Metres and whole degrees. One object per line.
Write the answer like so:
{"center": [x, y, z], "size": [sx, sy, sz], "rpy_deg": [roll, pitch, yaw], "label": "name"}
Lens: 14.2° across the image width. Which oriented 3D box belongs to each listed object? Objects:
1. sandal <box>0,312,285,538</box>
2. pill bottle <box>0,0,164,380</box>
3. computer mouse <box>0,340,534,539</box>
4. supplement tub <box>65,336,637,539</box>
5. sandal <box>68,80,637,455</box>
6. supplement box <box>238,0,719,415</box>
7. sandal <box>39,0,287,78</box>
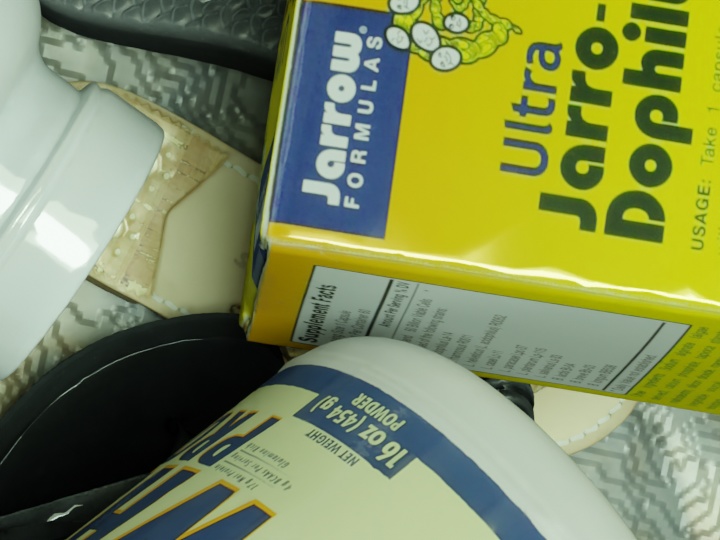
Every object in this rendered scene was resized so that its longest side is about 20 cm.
{"center": [-0.098, 0.087, 0.797], "size": [0.200, 0.043, 0.076], "rpy_deg": [-34, 127, -6], "label": "sandal"}
{"center": [-0.154, -0.060, 0.745], "size": [0.199, 0.112, 0.112], "rpy_deg": [35, 83, -11], "label": "pill bottle"}
{"center": [-0.035, 0.077, 0.771], "size": [0.199, 0.046, 0.141], "rpy_deg": [-2, 125, -33], "label": "computer mouse"}
{"center": [-0.033, 0.126, 0.668], "size": [0.200, 0.145, 0.145], "rpy_deg": [-38, 102, -24], "label": "supplement tub"}
{"center": [-0.002, 0.005, 0.820], "size": [0.211, 0.070, 0.078], "rpy_deg": [23, 86, -16], "label": "sandal"}
{"center": [0.077, -0.030, 0.711], "size": [0.198, 0.109, 0.110], "rpy_deg": [9, 76, -4], "label": "supplement box"}
{"center": [0.001, -0.072, 0.807], "size": [0.199, 0.043, 0.076], "rpy_deg": [23, 79, 9], "label": "sandal"}
